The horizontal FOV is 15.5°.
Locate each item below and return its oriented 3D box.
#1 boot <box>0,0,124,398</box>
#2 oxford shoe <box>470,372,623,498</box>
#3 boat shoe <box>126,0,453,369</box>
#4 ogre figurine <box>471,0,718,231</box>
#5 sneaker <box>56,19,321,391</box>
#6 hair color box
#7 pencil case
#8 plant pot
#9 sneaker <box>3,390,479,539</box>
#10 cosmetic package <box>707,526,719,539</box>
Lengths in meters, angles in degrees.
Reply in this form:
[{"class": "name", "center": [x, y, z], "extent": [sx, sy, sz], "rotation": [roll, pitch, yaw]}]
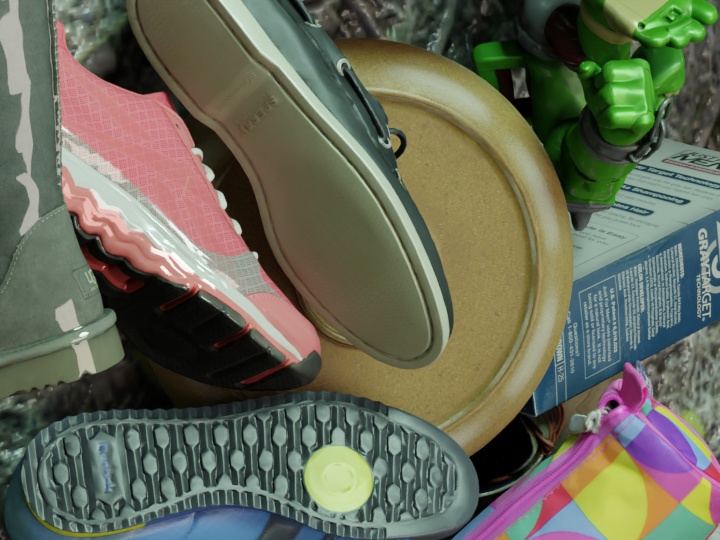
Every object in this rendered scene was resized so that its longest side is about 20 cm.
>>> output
[{"class": "boot", "center": [-0.186, -0.045, 0.991], "extent": [0.181, 0.073, 0.201], "rotation": [-15, 100, -1]}, {"class": "oxford shoe", "center": [0.073, 0.081, 1.284], "extent": [0.199, 0.075, 0.071], "rotation": [-16, 111, -41]}, {"class": "boat shoe", "center": [-0.016, -0.054, 1.098], "extent": [0.200, 0.074, 0.066], "rotation": [51, 43, -1]}, {"class": "ogre figurine", "center": [0.102, -0.111, 1.208], "extent": [0.098, 0.201, 0.120], "rotation": [-14, 144, -21]}, {"class": "sneaker", "center": [-0.082, -0.028, 1.083], "extent": [0.200, 0.074, 0.087], "rotation": [40, 60, -23]}, {"class": "hair color box", "center": [0.116, -0.001, 1.285], "extent": [0.199, 0.100, 0.061], "rotation": [-25, 118, -37]}, {"class": "pencil case", "center": [0.082, 0.134, 1.221], "extent": [0.200, 0.088, 0.088], "rotation": [-47, 135, 12]}, {"class": "plant pot", "center": [0.000, 0.000, 1.152], "extent": [0.199, 0.027, 0.201], "rotation": [-1, 96, -10]}, {"class": "sneaker", "center": [-0.052, 0.097, 1.126], "extent": [0.199, 0.079, 0.066], "rotation": [-1, 63, -12]}, {"class": "cosmetic package", "center": [0.159, 0.218, 1.287], "extent": [0.167, 0.200, 0.167], "rotation": [-51, 134, 8]}]
